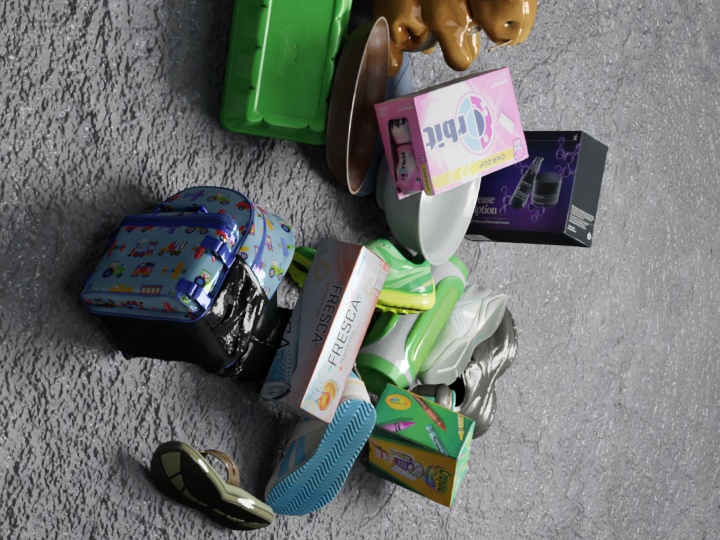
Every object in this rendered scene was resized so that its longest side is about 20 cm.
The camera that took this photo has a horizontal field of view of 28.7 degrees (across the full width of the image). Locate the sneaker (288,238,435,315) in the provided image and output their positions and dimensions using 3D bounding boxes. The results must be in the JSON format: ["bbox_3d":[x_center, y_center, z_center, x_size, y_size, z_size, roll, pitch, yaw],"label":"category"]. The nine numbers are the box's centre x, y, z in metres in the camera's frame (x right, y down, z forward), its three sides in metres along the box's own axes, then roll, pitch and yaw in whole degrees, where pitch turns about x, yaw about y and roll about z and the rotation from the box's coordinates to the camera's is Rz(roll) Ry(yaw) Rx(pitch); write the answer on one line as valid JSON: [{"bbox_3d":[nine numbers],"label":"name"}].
[{"bbox_3d":[0.000,0.000,1.727,0.198,0.074,0.084,14,69,-24],"label":"sneaker"}]

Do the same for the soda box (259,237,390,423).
[{"bbox_3d":[-0.039,0.067,1.614,0.063,0.068,0.202,36,71,-48],"label":"soda box"}]

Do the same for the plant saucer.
[{"bbox_3d":[-0.005,-0.189,1.597,0.200,0.034,0.202,12,90,-81],"label":"plant saucer"}]

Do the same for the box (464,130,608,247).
[{"bbox_3d":[0.223,-0.113,1.910,0.079,0.199,0.143,24,75,-48],"label":"box"}]

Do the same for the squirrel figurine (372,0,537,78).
[{"bbox_3d":[0.116,-0.341,1.683,0.141,0.185,0.202,-26,109,-58],"label":"squirrel figurine"}]

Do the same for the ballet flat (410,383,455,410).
[{"bbox_3d":[0.076,0.183,1.836,0.200,0.068,0.069,107,-10,-69],"label":"ballet flat"}]

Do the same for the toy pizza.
[{"bbox_3d":[0.011,-0.193,1.756,0.200,0.031,0.202,-44,141,-51],"label":"toy pizza"}]

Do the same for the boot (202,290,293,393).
[{"bbox_3d":[-0.096,0.051,1.644,0.162,0.073,0.200,19,86,-47],"label":"boot"}]

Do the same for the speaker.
[{"bbox_3d":[0.066,0.066,1.829,0.201,0.088,0.089,-58,133,-28],"label":"speaker"}]

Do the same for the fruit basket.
[{"bbox_3d":[-0.076,-0.251,1.612,0.154,0.216,0.218,7,87,-11],"label":"fruit basket"}]

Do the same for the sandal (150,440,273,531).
[{"bbox_3d":[-0.168,0.236,1.585,0.201,0.079,0.058,48,41,-48],"label":"sandal"}]

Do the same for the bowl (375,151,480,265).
[{"bbox_3d":[0.080,-0.113,1.801,0.201,0.090,0.203,-44,141,-51],"label":"bowl"}]

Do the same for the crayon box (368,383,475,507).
[{"bbox_3d":[0.074,0.221,1.760,0.200,0.118,0.059,88,27,-64],"label":"crayon box"}]

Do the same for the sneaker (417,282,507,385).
[{"bbox_3d":[0.121,0.086,1.902,0.200,0.080,0.071,-45,153,-42],"label":"sneaker"}]

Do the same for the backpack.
[{"bbox_3d":[-0.171,-0.010,1.466,0.201,0.181,0.135,-62,141,-30],"label":"backpack"}]

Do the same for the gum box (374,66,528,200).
[{"bbox_3d":[0.107,-0.163,1.665,0.199,0.066,0.115,-23,103,-45],"label":"gum box"}]

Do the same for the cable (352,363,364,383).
[{"bbox_3d":[-0.010,0.128,1.758,0.050,0.097,0.202,16,61,-15],"label":"cable"}]

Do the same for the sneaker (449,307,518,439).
[{"bbox_3d":[0.158,0.129,1.959,0.090,0.076,0.202,29,69,-40],"label":"sneaker"}]

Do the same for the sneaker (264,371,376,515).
[{"bbox_3d":[-0.050,0.209,1.675,0.076,0.081,0.201,25,114,-26],"label":"sneaker"}]
